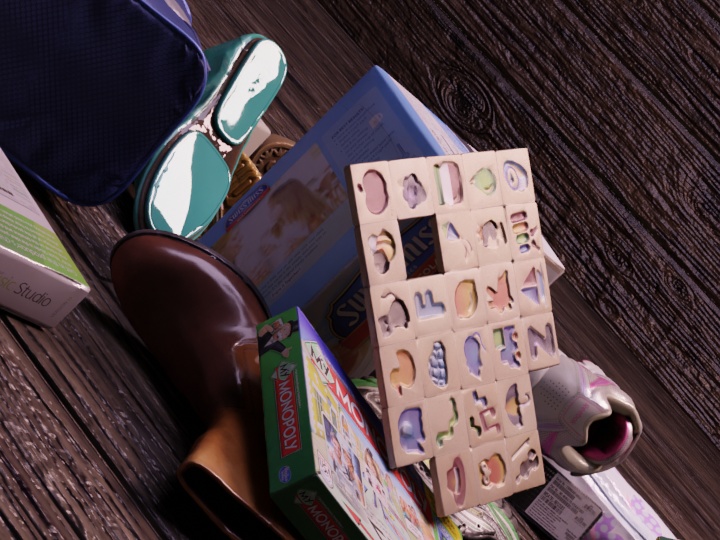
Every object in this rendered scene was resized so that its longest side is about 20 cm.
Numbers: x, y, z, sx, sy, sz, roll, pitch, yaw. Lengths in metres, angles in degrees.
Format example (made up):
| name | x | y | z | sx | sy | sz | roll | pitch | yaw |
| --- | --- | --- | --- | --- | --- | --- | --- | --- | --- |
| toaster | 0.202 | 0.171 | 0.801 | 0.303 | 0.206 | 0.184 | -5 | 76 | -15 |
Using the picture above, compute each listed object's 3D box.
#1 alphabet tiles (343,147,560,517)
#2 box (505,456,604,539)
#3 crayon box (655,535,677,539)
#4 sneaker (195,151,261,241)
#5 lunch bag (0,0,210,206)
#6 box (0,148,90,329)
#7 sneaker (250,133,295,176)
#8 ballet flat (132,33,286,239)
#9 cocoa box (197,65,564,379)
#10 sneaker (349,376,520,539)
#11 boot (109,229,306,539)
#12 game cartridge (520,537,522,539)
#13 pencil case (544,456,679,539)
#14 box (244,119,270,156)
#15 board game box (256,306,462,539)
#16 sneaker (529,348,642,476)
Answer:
| name | x | y | z | sx | sy | sz | roll | pitch | yaw |
| --- | --- | --- | --- | --- | --- | --- | --- | --- | --- |
| alphabet tiles | 0.061 | 0.033 | 1.070 | 0.167 | 0.008 | 0.201 | -9 | 91 | -49 |
| box | 0.067 | 0.108 | 1.386 | 0.200 | 0.048 | 0.193 | 42 | 0 | -22 |
| crayon box | 0.202 | 0.259 | 1.212 | 0.051 | 0.128 | 0.200 | 13 | 7 | 9 |
| sneaker | -0.078 | -0.015 | 1.355 | 0.200 | 0.076 | 0.088 | 51 | -7 | 18 |
| lunch bag | -0.201 | -0.153 | 1.148 | 0.200 | 0.136 | 0.132 | 40 | 11 | -25 |
| box | -0.233 | -0.066 | 0.956 | 0.200 | 0.036 | 0.144 | 51 | 11 | 34 |
| sneaker | -0.052 | -0.070 | 1.679 | 0.200 | 0.067 | 0.090 | 38 | 5 | -42 |
| ballet flat | -0.119 | -0.086 | 1.308 | 0.067 | 0.070 | 0.201 | 52 | 49 | -32 |
| cocoa box | 0.000 | 0.000 | 1.183 | 0.131 | 0.200 | 0.134 | 37 | 14 | -38 |
| sneaker | 0.039 | 0.141 | 1.142 | 0.200 | 0.078 | 0.085 | 42 | 11 | -24 |
| boot | -0.081 | 0.077 | 0.985 | 0.189 | 0.068 | 0.200 | 57 | 13 | -12 |
| game cartridge | 0.106 | 0.210 | 1.282 | 0.200 | 0.038 | 0.130 | 47 | 5 | 7 |
| pencil case | 0.198 | 0.205 | 1.538 | 0.200 | 0.083 | 0.091 | 48 | -12 | 16 |
| box | -0.160 | -0.133 | 1.408 | 0.095 | 0.078 | 0.200 | 50 | 10 | 26 |
| board game box | 0.008 | 0.131 | 0.998 | 0.200 | 0.029 | 0.135 | 55 | 16 | -34 |
| sneaker | 0.162 | 0.114 | 1.356 | 0.088 | 0.081 | 0.200 | 41 | 6 | 28 |
